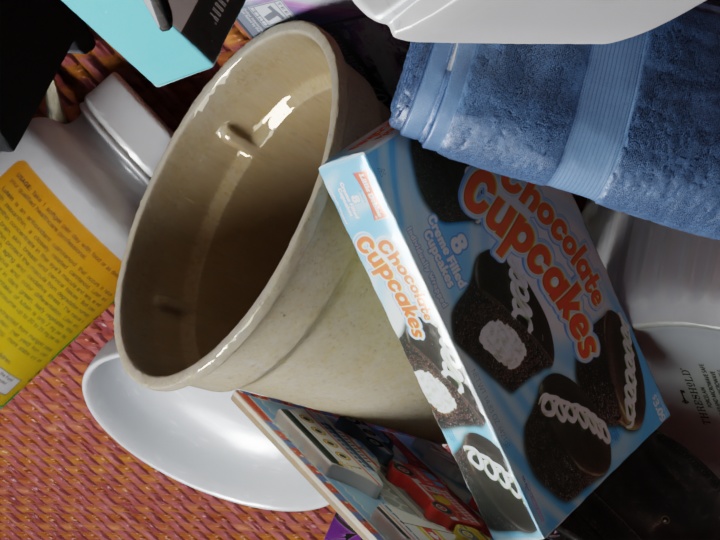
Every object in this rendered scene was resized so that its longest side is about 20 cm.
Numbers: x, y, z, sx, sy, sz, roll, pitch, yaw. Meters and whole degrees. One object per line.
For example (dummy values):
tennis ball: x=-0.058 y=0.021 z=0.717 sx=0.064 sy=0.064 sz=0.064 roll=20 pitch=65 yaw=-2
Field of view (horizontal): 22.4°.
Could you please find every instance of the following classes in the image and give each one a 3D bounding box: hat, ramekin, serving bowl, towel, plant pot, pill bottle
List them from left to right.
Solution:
pill bottle: x=-0.185 y=-0.016 z=1.042 sx=0.111 sy=0.200 sz=0.111 roll=47 pitch=180 yaw=0
serving bowl: x=-0.092 y=0.091 z=1.279 sx=0.199 sy=0.066 sz=0.200 roll=16 pitch=148 yaw=11
plant pot: x=0.000 y=0.000 z=0.956 sx=0.183 sy=0.201 sz=0.200 roll=26 pitch=151 yaw=-29
towel: x=0.119 y=-0.084 z=0.818 sx=0.199 sy=0.112 sz=0.049 roll=17 pitch=173 yaw=-9
hat: x=0.159 y=0.137 z=0.959 sx=0.201 sy=0.081 sz=0.201 roll=43 pitch=-179 yaw=-1
ramekin: x=0.201 y=0.032 z=0.968 sx=0.199 sy=0.105 sz=0.201 roll=16 pitch=148 yaw=11

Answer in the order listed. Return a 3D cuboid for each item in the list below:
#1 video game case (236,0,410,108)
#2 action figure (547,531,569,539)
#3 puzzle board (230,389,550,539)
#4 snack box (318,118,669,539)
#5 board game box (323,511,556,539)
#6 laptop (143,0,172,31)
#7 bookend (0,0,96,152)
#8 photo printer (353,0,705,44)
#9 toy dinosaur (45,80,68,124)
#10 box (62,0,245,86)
video game case: x=0.045 y=-0.111 z=0.933 sx=0.199 sy=0.019 sz=0.143 roll=-6 pitch=139 yaw=39
action figure: x=0.118 y=0.135 z=1.156 sx=0.192 sy=0.200 sz=0.105 roll=0 pitch=104 yaw=20
puzzle board: x=0.036 y=0.121 z=0.950 sx=0.150 sy=0.017 sz=0.200 roll=19 pitch=-168 yaw=-37
snack box: x=0.068 y=0.013 z=0.868 sx=0.037 sy=0.116 sz=0.201 roll=-13 pitch=107 yaw=48
board game box: x=0.070 y=0.191 z=1.279 sx=0.199 sy=0.120 sz=0.032 roll=3 pitch=144 yaw=28
laptop: x=-0.179 y=-0.197 z=0.719 sx=0.115 sy=0.200 sz=0.188 roll=-25 pitch=136 yaw=-7
bookend: x=-0.246 y=-0.116 z=0.933 sx=0.092 sy=0.199 sz=0.200 roll=7 pitch=147 yaw=23
photo printer: x=0.108 y=-0.148 z=0.686 sx=0.166 sy=0.070 sz=0.200 roll=-33 pitch=165 yaw=36
toy dinosaur: x=-0.159 y=-0.046 z=1.137 sx=0.088 sy=0.048 sz=0.200 roll=22 pitch=146 yaw=13
box: x=-0.137 y=-0.185 z=0.872 sx=0.049 sy=0.083 sz=0.200 roll=-13 pitch=134 yaw=46
